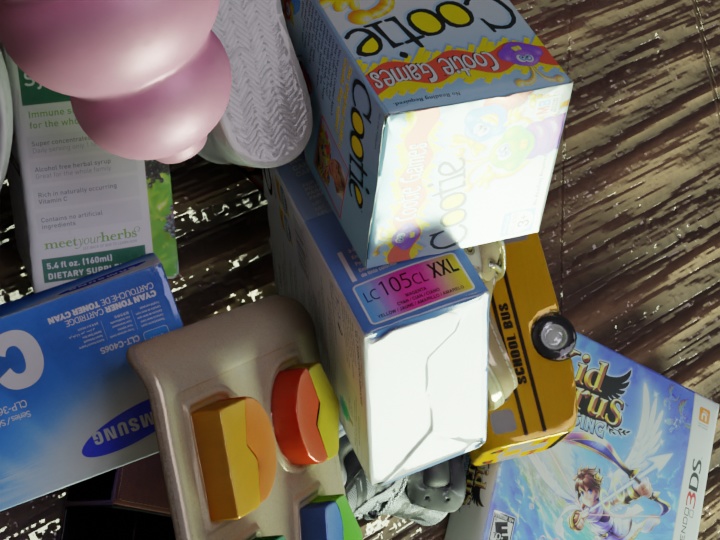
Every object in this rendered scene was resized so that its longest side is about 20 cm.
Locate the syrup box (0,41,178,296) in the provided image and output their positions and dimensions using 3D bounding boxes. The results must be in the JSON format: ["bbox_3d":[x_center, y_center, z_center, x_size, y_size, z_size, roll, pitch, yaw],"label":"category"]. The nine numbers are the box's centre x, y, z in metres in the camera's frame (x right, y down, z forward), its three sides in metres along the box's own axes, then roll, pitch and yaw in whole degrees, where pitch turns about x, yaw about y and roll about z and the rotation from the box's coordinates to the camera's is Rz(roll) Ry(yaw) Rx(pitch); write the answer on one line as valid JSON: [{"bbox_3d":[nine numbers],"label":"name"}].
[{"bbox_3d":[-0.150,-0.096,0.817,0.079,0.081,0.201,-9,113,-17],"label":"syrup box"}]

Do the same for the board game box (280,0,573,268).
[{"bbox_3d":[0.017,-0.113,0.832,0.103,0.105,0.200,-12,47,-19],"label":"board game box"}]

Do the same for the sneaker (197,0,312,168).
[{"bbox_3d":[-0.085,-0.152,0.830,0.073,0.116,0.201,-11,96,-20],"label":"sneaker"}]

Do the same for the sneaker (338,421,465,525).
[{"bbox_3d":[-0.001,0.141,0.946,0.114,0.075,0.200,39,59,-22],"label":"sneaker"}]

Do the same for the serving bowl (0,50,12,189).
[{"bbox_3d":[-0.259,-0.084,0.748,0.200,0.200,0.066,58,15,-15],"label":"serving bowl"}]

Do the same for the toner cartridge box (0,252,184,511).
[{"bbox_3d":[-0.183,0.069,0.788,0.200,0.043,0.095,-20,102,-11],"label":"toner cartridge box"}]

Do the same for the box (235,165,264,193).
[{"bbox_3d":[-0.079,-0.161,0.936,0.200,0.040,0.137,47,58,-35],"label":"box"}]

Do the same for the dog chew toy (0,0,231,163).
[{"bbox_3d":[-0.120,-0.137,0.705,0.125,0.124,0.200,-46,128,-32],"label":"dog chew toy"}]

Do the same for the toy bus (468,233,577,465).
[{"bbox_3d":[0.088,0.020,1.014,0.078,0.065,0.201,-12,75,-8],"label":"toy bus"}]

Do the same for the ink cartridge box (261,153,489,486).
[{"bbox_3d":[0.000,0.000,0.890,0.076,0.200,0.137,-19,139,-14],"label":"ink cartridge box"}]

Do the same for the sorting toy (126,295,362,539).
[{"bbox_3d":[-0.042,0.119,0.797,0.185,0.036,0.201,-20,96,-67],"label":"sorting toy"}]

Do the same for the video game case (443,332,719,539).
[{"bbox_3d":[0.160,0.147,1.086,0.200,0.045,0.182,26,67,-31],"label":"video game case"}]

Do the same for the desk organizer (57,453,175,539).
[{"bbox_3d":[-0.122,0.166,0.857,0.077,0.072,0.201,16,73,-31],"label":"desk organizer"}]

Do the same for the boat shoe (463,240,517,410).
[{"bbox_3d":[0.059,-0.013,0.952,0.065,0.072,0.200,-19,71,-10],"label":"boat shoe"}]
